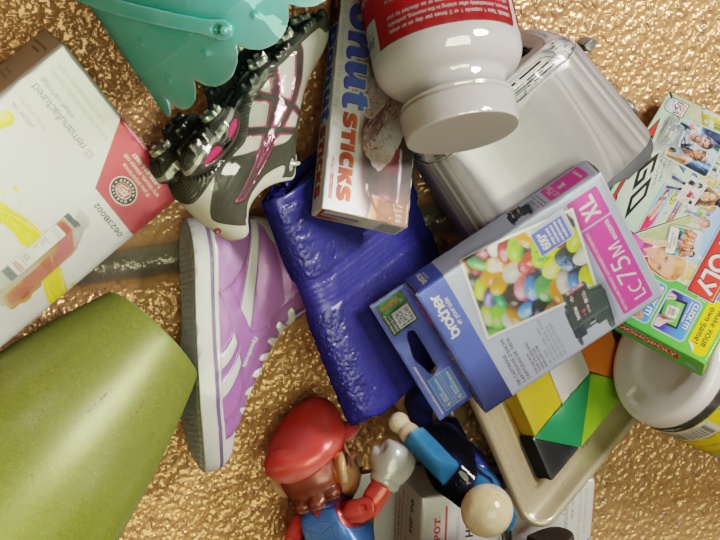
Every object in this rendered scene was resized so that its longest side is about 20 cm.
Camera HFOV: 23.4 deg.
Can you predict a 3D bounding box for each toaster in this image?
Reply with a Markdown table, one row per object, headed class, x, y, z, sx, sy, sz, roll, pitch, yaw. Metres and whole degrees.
| class | x | y | z | sx | sy | sz | roll | pitch | yaw |
| --- | --- | --- | --- | --- | --- | --- | --- | --- | --- |
| toaster | 0.120 | -0.096 | 1.365 | 0.199 | 0.114 | 0.130 | -39 | 110 | -3 |

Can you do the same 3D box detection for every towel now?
| class | x | y | z | sx | sy | sz | roll | pitch | yaw |
| --- | --- | --- | --- | --- | --- | --- | --- | --- | --- |
| towel | 0.000 | 0.000 | 1.358 | 0.147 | 0.049 | 0.202 | -37 | 114 | -39 |

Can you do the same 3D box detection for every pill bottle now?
| class | x | y | z | sx | sy | sz | roll | pitch | yaw |
| --- | --- | --- | --- | --- | --- | --- | --- | --- | --- |
| pill bottle | 0.316 | 0.103 | 1.471 | 0.199 | 0.114 | 0.115 | 25 | 95 | -38 |
| pill bottle | 0.056 | -0.193 | 1.269 | 0.111 | 0.112 | 0.202 | -5 | 74 | -18 |

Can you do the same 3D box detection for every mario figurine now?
| class | x | y | z | sx | sy | sz | roll | pitch | yaw |
| --- | --- | --- | --- | --- | --- | --- | --- | --- | --- |
| mario figurine | -0.008 | 0.199 | 1.404 | 0.122 | 0.106 | 0.202 | -15 | 90 | -2 |

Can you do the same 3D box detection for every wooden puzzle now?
| class | x | y | z | sx | sy | sz | roll | pitch | yaw |
| --- | --- | --- | --- | --- | --- | --- | --- | --- | --- |
| wooden puzzle | 0.157 | 0.077 | 1.421 | 0.185 | 0.037 | 0.201 | -43 | 114 | -35 |

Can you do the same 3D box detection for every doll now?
| class | x | y | z | sx | sy | sz | roll | pitch | yaw |
| --- | --- | --- | --- | --- | --- | --- | --- | --- | --- |
| doll | 0.073 | 0.148 | 1.362 | 0.048 | 0.200 | 0.136 | -44 | 115 | 8 |

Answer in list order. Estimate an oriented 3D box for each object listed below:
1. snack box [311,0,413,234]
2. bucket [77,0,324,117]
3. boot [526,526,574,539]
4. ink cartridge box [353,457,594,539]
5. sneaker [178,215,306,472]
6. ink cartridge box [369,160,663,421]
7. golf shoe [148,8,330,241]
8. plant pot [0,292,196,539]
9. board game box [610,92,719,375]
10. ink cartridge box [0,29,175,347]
| class | x | y | z | sx | sy | sz | roll | pitch | yaw |
| --- | --- | --- | --- | --- | --- | --- | --- | --- | --- |
| snack box | 0.007 | -0.132 | 1.314 | 0.071 | 0.024 | 0.203 | 11 | 73 | -22 |
| bucket | -0.104 | -0.219 | 1.205 | 0.207 | 0.207 | 0.135 | -41 | 103 | -5 |
| boot | 0.107 | 0.291 | 1.399 | 0.198 | 0.070 | 0.148 | -7 | 110 | -31 |
| ink cartridge box | 0.091 | 0.225 | 1.463 | 0.197 | 0.068 | 0.118 | -4 | 107 | -19 |
| sneaker | -0.082 | 0.058 | 1.357 | 0.113 | 0.073 | 0.203 | -3 | 105 | -22 |
| ink cartridge box | 0.119 | 0.022 | 1.319 | 0.199 | 0.042 | 0.120 | -32 | 113 | -1 |
| golf shoe | -0.076 | -0.112 | 1.285 | 0.088 | 0.077 | 0.201 | 53 | 55 | -26 |
| plant pot | -0.218 | 0.120 | 1.279 | 0.200 | 0.187 | 0.188 | -47 | 115 | -16 |
| board game box | 0.261 | -0.033 | 1.400 | 0.134 | 0.029 | 0.201 | 27 | 71 | 16 |
| ink cartridge box | -0.253 | -0.052 | 1.258 | 0.200 | 0.083 | 0.146 | -40 | 114 | -5 |
